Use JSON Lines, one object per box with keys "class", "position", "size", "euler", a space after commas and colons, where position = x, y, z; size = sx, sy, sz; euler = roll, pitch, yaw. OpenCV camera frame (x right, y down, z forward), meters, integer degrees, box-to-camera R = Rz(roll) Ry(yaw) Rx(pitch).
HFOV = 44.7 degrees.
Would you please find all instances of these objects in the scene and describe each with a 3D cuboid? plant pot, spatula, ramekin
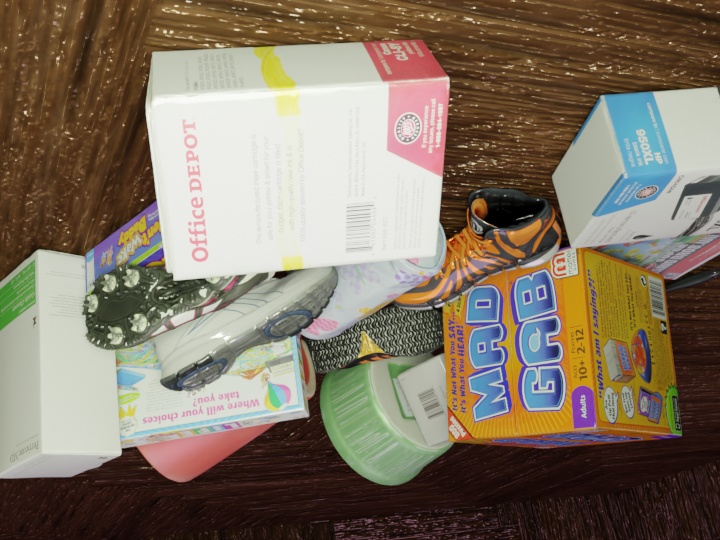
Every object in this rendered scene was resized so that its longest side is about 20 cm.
{"class": "plant pot", "position": [-0.159, 0.113, 0.998], "size": [0.177, 0.201, 0.200], "euler": [-25, 154, 10]}
{"class": "spatula", "position": [0.420, 0.039, 1.238], "size": [0.056, 0.021, 0.200], "euler": [-5, 158, -44]}
{"class": "ramekin", "position": [0.050, 0.192, 1.241], "size": [0.199, 0.201, 0.098], "euler": [12, 143, -40]}

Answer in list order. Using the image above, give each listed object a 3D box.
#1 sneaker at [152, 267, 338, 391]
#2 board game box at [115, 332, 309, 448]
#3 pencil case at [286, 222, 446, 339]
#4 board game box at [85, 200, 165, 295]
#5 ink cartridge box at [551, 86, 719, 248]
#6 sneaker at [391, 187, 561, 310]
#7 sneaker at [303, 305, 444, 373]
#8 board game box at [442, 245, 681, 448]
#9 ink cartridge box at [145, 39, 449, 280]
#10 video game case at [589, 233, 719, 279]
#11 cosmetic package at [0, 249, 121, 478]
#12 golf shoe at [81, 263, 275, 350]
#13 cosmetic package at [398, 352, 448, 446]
{"class": "sneaker", "position": [-0.116, 0.037, 0.852], "size": [0.199, 0.087, 0.075], "euler": [-27, 156, -6]}
{"class": "board game box", "position": [-0.159, 0.096, 0.890], "size": [0.199, 0.135, 0.034], "euler": [-9, 158, 2]}
{"class": "pencil case", "position": [0.000, 0.000, 0.907], "size": [0.083, 0.091, 0.200], "euler": [-13, 166, -43]}
{"class": "board game box", "position": [-0.156, -0.021, 0.847], "size": [0.134, 0.045, 0.200], "euler": [14, 148, -43]}
{"class": "ink cartridge box", "position": [0.297, -0.094, 0.799], "size": [0.199, 0.085, 0.145], "euler": [-6, 157, -8]}
{"class": "sneaker", "position": [0.107, -0.031, 0.906], "size": [0.199, 0.078, 0.112], "euler": [-24, 151, 7]}
{"class": "sneaker", "position": [0.020, 0.087, 1.163], "size": [0.199, 0.070, 0.090], "euler": [-13, 178, 0]}
{"class": "board game box", "position": [0.239, 0.103, 1.054], "size": [0.199, 0.201, 0.199], "euler": [-16, 159, 42]}
{"class": "ink cartridge box", "position": [-0.046, -0.081, 0.630], "size": [0.199, 0.084, 0.146], "euler": [-5, 127, -10]}
{"class": "video game case", "position": [0.357, -0.027, 1.066], "size": [0.199, 0.018, 0.143], "euler": [3, 155, -26]}
{"class": "cosmetic package", "position": [-0.300, 0.095, 0.864], "size": [0.085, 0.201, 0.107], "euler": [13, 148, -43]}
{"class": "golf shoe", "position": [-0.169, 0.026, 0.802], "size": [0.199, 0.078, 0.088], "euler": [-21, 162, 27]}
{"class": "cosmetic package", "position": [0.155, 0.156, 1.213], "size": [0.085, 0.108, 0.200], "euler": [-32, 170, 40]}
